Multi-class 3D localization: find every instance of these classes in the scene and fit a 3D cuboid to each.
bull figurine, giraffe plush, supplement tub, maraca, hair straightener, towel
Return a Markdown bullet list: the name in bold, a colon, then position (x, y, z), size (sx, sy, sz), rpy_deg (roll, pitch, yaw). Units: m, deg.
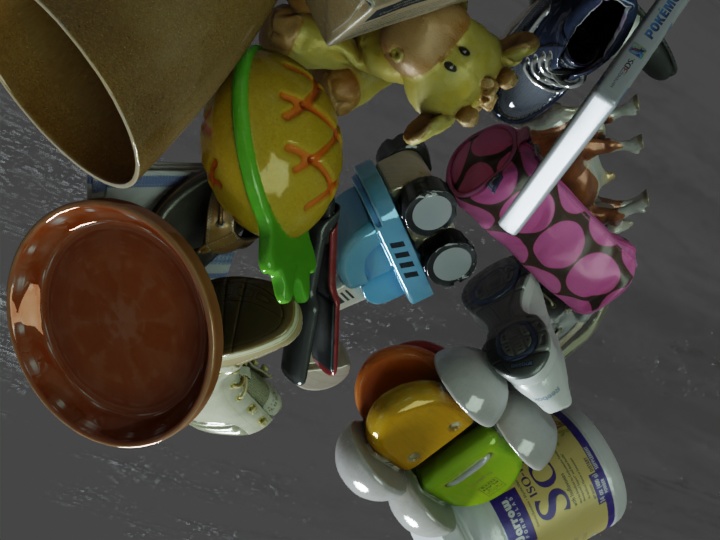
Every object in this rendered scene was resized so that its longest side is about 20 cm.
- **bull figurine**: position (0.205, -0.104, 1.311), size (0.121, 0.065, 0.200), rpy_deg (-6, 137, 11)
- **giraffe plush**: position (0.042, -0.177, 1.114), size (0.200, 0.162, 0.173), rpy_deg (17, 108, -36)
- **supplement tub**: position (0.158, 0.239, 1.453), size (0.200, 0.145, 0.146), rpy_deg (-26, 128, -16)
- **maraca**: position (-0.065, -0.074, 1.072), size (0.137, 0.107, 0.200), rpy_deg (-1, 82, -72)
- **hair straightener**: position (-0.049, 0.014, 1.182), size (0.077, 0.041, 0.200), rpy_deg (-18, 132, -33)
- **towel**: position (-0.177, -0.003, 1.185), size (0.147, 0.024, 0.200), rpy_deg (-2, 121, -32)

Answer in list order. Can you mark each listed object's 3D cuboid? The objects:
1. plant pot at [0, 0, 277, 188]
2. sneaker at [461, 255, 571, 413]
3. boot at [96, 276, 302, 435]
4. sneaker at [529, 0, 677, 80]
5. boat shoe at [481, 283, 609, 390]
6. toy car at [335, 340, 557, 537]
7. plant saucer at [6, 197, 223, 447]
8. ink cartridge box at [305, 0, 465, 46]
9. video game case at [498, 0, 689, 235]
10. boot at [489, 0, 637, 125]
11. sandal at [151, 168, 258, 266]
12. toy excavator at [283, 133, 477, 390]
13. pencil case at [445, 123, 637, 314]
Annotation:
- **plant pot**: position (-0.148, -0.191, 1.001), size (0.200, 0.186, 0.186), rpy_deg (-41, 133, -23)
- **sneaker**: position (0.148, 0.059, 1.307), size (0.074, 0.200, 0.087), rpy_deg (-26, 122, 14)
- **boot**: position (-0.105, 0.078, 1.177), size (0.200, 0.072, 0.155), rpy_deg (-15, 144, 27)
- **sneaker**: position (0.199, -0.223, 1.244), size (0.200, 0.074, 0.089), rpy_deg (39, 102, -27)
- **boat shoe**: position (0.183, 0.050, 1.399), size (0.073, 0.074, 0.200), rpy_deg (21, 105, -38)
- **toy car**: position (0.072, 0.142, 1.332), size (0.175, 0.150, 0.200), rpy_deg (-39, 129, 13)
- **plant saucer**: position (-0.193, 0.041, 1.107), size (0.032, 0.200, 0.200), rpy_deg (-26, 138, -60)
- **ink cartridge box**: position (0.011, -0.281, 1.001), size (0.165, 0.075, 0.200), rpy_deg (-25, 88, -32)
- **video game case**: position (0.193, -0.139, 1.124), size (0.182, 0.022, 0.200), rpy_deg (-53, 177, -32)
- **boot**: position (0.154, -0.173, 1.118), size (0.073, 0.090, 0.200), rpy_deg (23, 133, -9)
- **sandal**: position (-0.097, -0.050, 1.152), size (0.200, 0.055, 0.082), rpy_deg (-33, 133, -11)
- **toy excavator**: position (0.000, 0.000, 1.260), size (0.200, 0.100, 0.195), rpy_deg (-24, 130, 1)
- **pencil case**: position (0.170, -0.046, 1.269), size (0.094, 0.091, 0.200), rpy_deg (-37, 124, 21)
